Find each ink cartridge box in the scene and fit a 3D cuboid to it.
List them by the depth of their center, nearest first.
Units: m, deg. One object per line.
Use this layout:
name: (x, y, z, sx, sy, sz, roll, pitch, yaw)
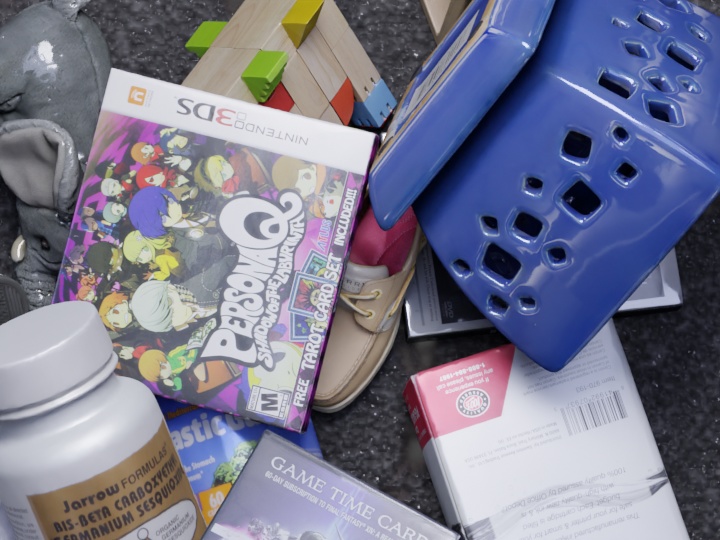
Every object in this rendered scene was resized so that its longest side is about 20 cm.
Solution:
ink cartridge box: (0.129, 0.150, 1.669, 0.145, 0.083, 0.201, -17, 80, -9)

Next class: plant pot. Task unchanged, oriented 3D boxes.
plant pot: (0.125, -0.089, 1.596, 0.179, 0.200, 0.200, 34, 34, -8)

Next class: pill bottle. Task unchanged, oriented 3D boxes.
pill bottle: (-0.170, 0.127, 1.537, 0.114, 0.114, 0.201, -24, 109, -9)
pill bottle: (-0.096, 0.083, 1.657, 0.112, 0.112, 0.201, -17, 80, -8)

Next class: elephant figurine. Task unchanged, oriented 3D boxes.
elephant figurine: (-0.198, -0.069, 1.671, 0.141, 0.155, 0.201, -26, 77, -16)

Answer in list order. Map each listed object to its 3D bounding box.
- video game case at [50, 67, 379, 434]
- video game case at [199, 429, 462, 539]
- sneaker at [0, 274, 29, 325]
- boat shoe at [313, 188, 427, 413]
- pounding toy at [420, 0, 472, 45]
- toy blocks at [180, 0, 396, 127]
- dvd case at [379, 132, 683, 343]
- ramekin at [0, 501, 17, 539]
video game case: (-0.098, -0.013, 1.587, 0.180, 0.036, 0.201, 15, 88, 6)
video game case: (-0.048, 0.215, 1.488, 0.142, 0.019, 0.201, 27, 77, 18)
sneaker: (-0.330, 0.053, 1.649, 0.200, 0.121, 0.084, -29, 119, -30)
boat shoe: (0.000, 0.000, 1.690, 0.073, 0.069, 0.201, 22, 87, 15)
pounding toy: (0.098, -0.285, 1.715, 0.142, 0.184, 0.201, -18, 80, -9)
toy blocks: (-0.055, -0.104, 1.699, 0.200, 0.100, 0.137, -55, 131, -27)
dvd case: (0.120, -0.034, 1.746, 0.199, 0.025, 0.151, -7, 79, -6)
ramekin: (-0.259, 0.178, 1.590, 0.202, 0.094, 0.204, 5, 83, -49)
